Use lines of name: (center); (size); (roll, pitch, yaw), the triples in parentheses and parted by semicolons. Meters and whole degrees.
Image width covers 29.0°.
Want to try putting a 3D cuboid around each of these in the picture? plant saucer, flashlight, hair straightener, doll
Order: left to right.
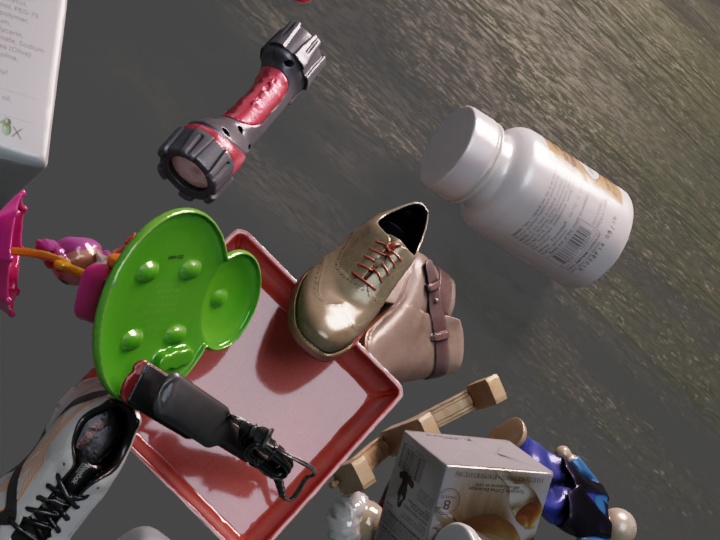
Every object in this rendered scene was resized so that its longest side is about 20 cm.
hair straightener: (-0.093, 0.131, 1.044); (0.041, 0.077, 0.200); (-60, 137, -18)
plant saucer: (-0.099, 0.103, 1.150); (0.200, 0.037, 0.200); (45, 69, -1)
flashlight: (-0.103, -0.148, 1.249); (0.068, 0.068, 0.200); (42, 57, -12)
doll: (0.198, 0.220, 1.327); (0.200, 0.048, 0.137); (36, 37, -37)

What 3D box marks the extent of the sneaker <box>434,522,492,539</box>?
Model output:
sneaker: (0.119, 0.296, 1.075); (0.099, 0.071, 0.201); (19, 47, -38)

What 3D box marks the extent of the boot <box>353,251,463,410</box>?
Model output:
boot: (0.034, 0.077, 1.273); (0.146, 0.070, 0.202); (15, 78, -42)

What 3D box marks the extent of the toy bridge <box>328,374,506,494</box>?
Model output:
toy bridge: (0.044, 0.149, 1.250); (0.199, 0.067, 0.027); (-26, 90, -38)

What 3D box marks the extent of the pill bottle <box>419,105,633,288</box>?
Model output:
pill bottle: (0.162, -0.075, 1.374); (0.199, 0.114, 0.115); (29, 60, -23)

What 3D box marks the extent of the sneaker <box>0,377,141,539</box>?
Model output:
sneaker: (-0.233, 0.167, 1.035); (0.074, 0.080, 0.201); (35, 75, -20)

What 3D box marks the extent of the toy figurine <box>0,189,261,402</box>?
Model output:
toy figurine: (-0.204, -0.002, 1.081); (0.200, 0.183, 0.151); (-7, 114, -60)

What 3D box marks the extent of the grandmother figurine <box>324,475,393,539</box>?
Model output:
grandmother figurine: (0.054, 0.227, 1.239); (0.199, 0.060, 0.122); (11, 62, -34)

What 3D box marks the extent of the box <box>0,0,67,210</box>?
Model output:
box: (-0.340, -0.142, 1.004); (0.199, 0.199, 0.173); (15, 67, -29)

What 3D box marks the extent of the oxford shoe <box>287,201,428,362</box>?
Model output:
oxford shoe: (0.000, 0.000, 1.164); (0.070, 0.075, 0.200); (40, 38, -6)

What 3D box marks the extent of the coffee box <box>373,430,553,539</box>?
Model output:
coffee box: (0.074, 0.246, 1.175); (0.114, 0.080, 0.201); (8, 102, -30)

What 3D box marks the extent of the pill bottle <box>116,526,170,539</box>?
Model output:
pill bottle: (-0.123, 0.295, 1.063); (0.200, 0.111, 0.111); (41, 56, -16)

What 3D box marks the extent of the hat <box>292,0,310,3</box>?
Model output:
hat: (-0.170, -0.272, 1.276); (0.199, 0.176, 0.166); (16, 62, 13)
